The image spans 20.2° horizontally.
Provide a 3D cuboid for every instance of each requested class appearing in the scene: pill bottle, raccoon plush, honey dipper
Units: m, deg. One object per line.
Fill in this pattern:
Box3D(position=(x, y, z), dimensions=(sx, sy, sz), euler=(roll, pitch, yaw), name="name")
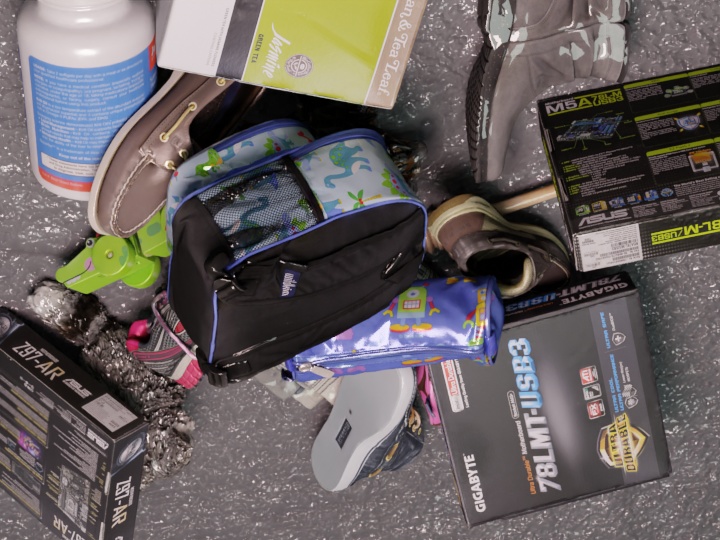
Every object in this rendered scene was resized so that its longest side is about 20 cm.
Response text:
Box3D(position=(-0.219, -0.167, 1.627), dimensions=(0.111, 0.113, 0.201), euler=(-2, 129, -4), name="pill bottle")
Box3D(position=(-0.230, 0.114, 1.825), dimensions=(0.199, 0.134, 0.097), euler=(28, 121, -24), name="raccoon plush")
Box3D(position=(0.141, -0.059, 1.796), dimensions=(0.198, 0.038, 0.038), euler=(-17, 127, 4), name="honey dipper")

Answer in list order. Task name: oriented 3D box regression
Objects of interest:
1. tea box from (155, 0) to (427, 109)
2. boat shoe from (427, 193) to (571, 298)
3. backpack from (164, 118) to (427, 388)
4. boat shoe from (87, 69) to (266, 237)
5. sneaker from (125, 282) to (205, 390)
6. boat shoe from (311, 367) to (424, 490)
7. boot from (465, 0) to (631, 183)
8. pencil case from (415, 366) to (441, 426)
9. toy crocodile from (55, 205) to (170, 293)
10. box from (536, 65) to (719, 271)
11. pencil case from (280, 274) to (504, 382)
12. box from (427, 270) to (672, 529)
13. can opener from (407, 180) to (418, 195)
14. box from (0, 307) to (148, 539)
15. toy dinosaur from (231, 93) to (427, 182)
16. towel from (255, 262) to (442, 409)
Box3D(position=(-0.044, -0.256, 1.563), dimensions=(0.195, 0.134, 0.201), euler=(11, 126, -13), name="tea box")
Box3D(position=(0.127, -0.006, 1.778), dimensions=(0.073, 0.065, 0.199), euler=(-35, 147, 25), name="boat shoe")
Box3D(position=(-0.056, -0.030, 1.604), dimensions=(0.199, 0.148, 0.183), euler=(-22, 152, -18), name="backpack")
Box3D(position=(-0.143, -0.106, 1.621), dimensions=(0.201, 0.059, 0.072), euler=(-54, 148, -12), name="boat shoe")
Box3D(position=(-0.142, 0.027, 1.757), dimensions=(0.074, 0.081, 0.200), euler=(25, 129, -10), name="sneaker")
Box3D(position=(0.026, 0.131, 1.886), dimensions=(0.090, 0.071, 0.201), euler=(-13, 152, -32), name="boat shoe")
Box3D(position=(0.159, -0.163, 1.677), dimensions=(0.130, 0.070, 0.201), euler=(3, 115, -8), name="boot")
Box3D(position=(0.151, 0.093, 1.881), dimensions=(0.198, 0.091, 0.094), euler=(-8, 127, -3), name="pencil case")
Box3D(position=(-0.179, -0.033, 1.768), dimensions=(0.199, 0.062, 0.067), euler=(-26, 161, 20), name="toy crocodile")
Box3D(position=(0.258, -0.091, 1.683), dimensions=(0.198, 0.194, 0.048), euler=(-12, 127, 2), name="box")
Box3D(position=(0.024, 0.050, 1.721), dimensions=(0.198, 0.087, 0.078), euler=(-5, 134, 8), name="pencil case")
Box3D(position=(0.168, 0.119, 1.823), dimensions=(0.197, 0.050, 0.201), euler=(-15, 116, -2), name="box")
Box3D(position=(0.000, 0.000, 1.773), dimensions=(0.066, 0.054, 0.201), euler=(18, 126, -11), name="can opener")
Box3D(position=(-0.281, 0.152, 1.825), dimensions=(0.043, 0.199, 0.161), euler=(-28, 141, -41), name="box")
Box3D(position=(-0.035, -0.109, 1.704), dimensions=(0.199, 0.103, 0.136), euler=(-14, 155, -30), name="toy dinosaur")
Box3D(position=(-0.037, 0.035, 1.844), dimensions=(0.200, 0.035, 0.192), euler=(-37, 126, 22), name="towel")
